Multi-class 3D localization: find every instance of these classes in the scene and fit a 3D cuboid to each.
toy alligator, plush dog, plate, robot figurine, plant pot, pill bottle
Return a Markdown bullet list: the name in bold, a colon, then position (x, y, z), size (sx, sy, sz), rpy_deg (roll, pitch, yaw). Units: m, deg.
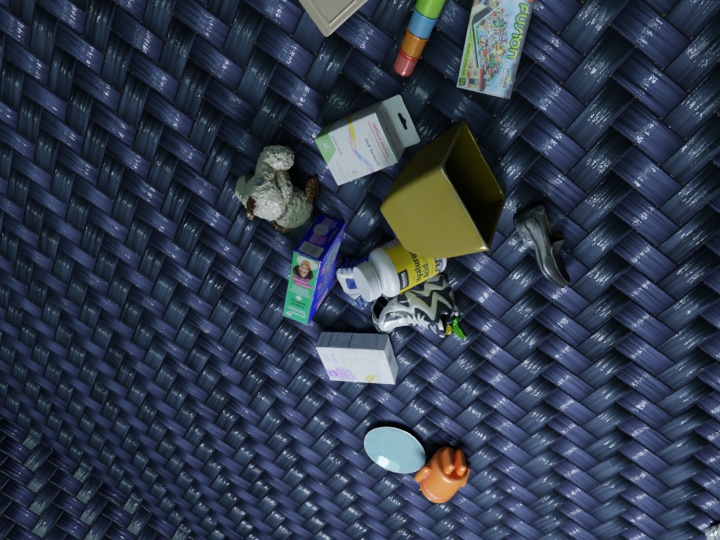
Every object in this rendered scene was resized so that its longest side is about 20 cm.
- **toy alligator**: position (0.180, 0.096, 1.501), size (0.197, 0.059, 0.055), rpy_deg (31, 121, 14)
- **plush dog**: position (-0.185, -0.162, 1.418), size (0.169, 0.164, 0.199), rpy_deg (22, 137, -32)
- **plate**: position (0.106, 0.540, 1.871), size (0.194, 0.026, 0.205), rpy_deg (11, 126, 14)
- **robot figurine**: position (0.245, 0.602, 1.803), size (0.117, 0.142, 0.203), rpy_deg (45, 133, 23)
- **plant pot**: position (0.155, -0.145, 1.260), size (0.196, 0.196, 0.198), rpy_deg (-18, 117, 36)
- **pill bottle**: position (0.085, -0.011, 1.361), size (0.112, 0.196, 0.113), rpy_deg (53, 159, 31)

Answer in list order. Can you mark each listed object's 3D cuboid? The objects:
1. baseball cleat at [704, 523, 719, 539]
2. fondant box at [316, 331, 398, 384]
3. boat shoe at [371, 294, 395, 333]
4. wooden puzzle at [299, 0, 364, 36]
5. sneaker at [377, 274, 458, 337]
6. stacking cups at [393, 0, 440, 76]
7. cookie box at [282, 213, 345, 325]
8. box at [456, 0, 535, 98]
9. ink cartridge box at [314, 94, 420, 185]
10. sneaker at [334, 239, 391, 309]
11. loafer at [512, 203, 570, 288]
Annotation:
- **baseball cleat**: position (1.006, 0.758, 1.662), size (0.201, 0.070, 0.106), rpy_deg (51, 133, -6)
- **fondant box**: position (-0.007, 0.236, 1.661), size (0.194, 0.059, 0.147), rpy_deg (1, 134, 22)
- **boat shoe**: position (0.057, 0.106, 1.532), size (0.070, 0.069, 0.203), rpy_deg (24, 142, 11)
- **wooden puzzle**: position (-0.055, -0.568, 1.134), size (0.197, 0.038, 0.186), rpy_deg (-26, 112, 38)
- **sneaker**: position (0.142, 0.114, 1.438), size (0.195, 0.131, 0.080), rpy_deg (-28, 145, 0)
- **stacking cups**: position (0.111, -0.456, 1.129), size (0.059, 0.061, 0.203), rpy_deg (26, 129, 0)
- **cookie box**: position (-0.111, -0.003, 1.471), size (0.073, 0.173, 0.204), rpy_deg (20, 129, 8)
- **box**: position (0.246, -0.426, 1.115), size (0.107, 0.035, 0.205), rpy_deg (15, 128, 10)
- **ink cartridge box**: position (0.015, -0.273, 1.293), size (0.195, 0.068, 0.119), rpy_deg (-16, 117, 30)
- **sneaker**: position (0.000, 0.000, 1.488), size (0.113, 0.081, 0.201), rpy_deg (29, 131, -4)
- **loafer**: position (0.401, -0.049, 1.305), size (0.071, 0.074, 0.201), rpy_deg (-27, 113, 29)
